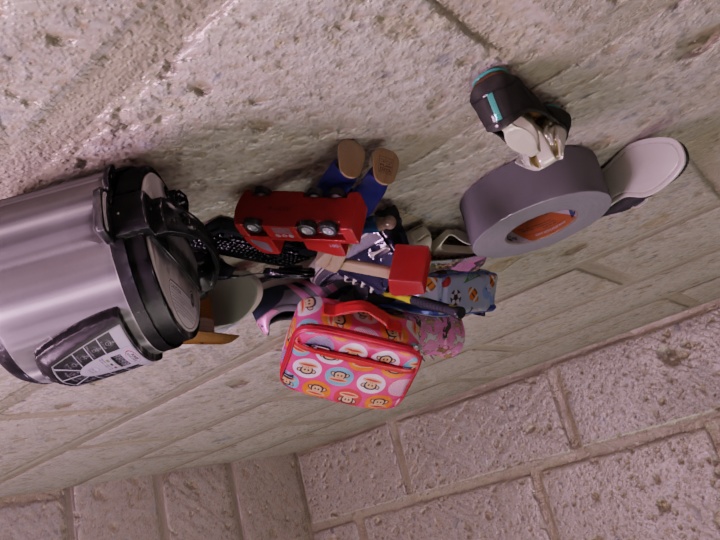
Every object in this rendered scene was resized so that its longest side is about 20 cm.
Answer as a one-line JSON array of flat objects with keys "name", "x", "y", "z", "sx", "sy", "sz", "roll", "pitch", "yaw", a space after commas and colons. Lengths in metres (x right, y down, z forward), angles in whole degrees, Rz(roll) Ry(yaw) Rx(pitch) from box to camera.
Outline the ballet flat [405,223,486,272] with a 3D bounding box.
[{"name": "ballet flat", "x": 0.107, "y": -0.032, "z": 0.990, "sx": 0.195, "sy": 0.070, "sz": 0.072, "roll": -2, "pitch": 141, "yaw": -25}]

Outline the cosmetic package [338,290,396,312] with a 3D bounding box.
[{"name": "cosmetic package", "x": 0.007, "y": 0.085, "z": 1.174, "sx": 0.197, "sy": 0.110, "sz": 0.089, "roll": 6, "pitch": 154, "yaw": -45}]

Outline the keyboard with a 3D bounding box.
[{"name": "keyboard", "x": -0.124, "y": -0.024, "z": 0.860, "sx": 0.103, "sy": 0.041, "sz": 0.198, "roll": -26, "pitch": 160, "yaw": 30}]

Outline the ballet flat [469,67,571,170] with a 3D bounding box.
[{"name": "ballet flat", "x": 0.174, "y": -0.144, "z": 0.710, "sx": 0.067, "sy": 0.070, "sz": 0.198, "roll": -28, "pitch": 158, "yaw": 34}]

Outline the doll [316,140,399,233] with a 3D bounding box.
[{"name": "doll", "x": -0.019, "y": -0.072, "z": 0.782, "sx": 0.133, "sy": 0.050, "sz": 0.200, "roll": 9, "pitch": 156, "yaw": -18}]

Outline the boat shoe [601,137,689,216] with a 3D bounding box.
[{"name": "boat shoe", "x": 0.375, "y": -0.122, "z": 0.931, "sx": 0.059, "sy": 0.076, "sz": 0.200, "roll": -6, "pitch": 162, "yaw": -25}]

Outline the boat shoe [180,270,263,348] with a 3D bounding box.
[{"name": "boat shoe", "x": -0.201, "y": 0.051, "z": 0.989, "sx": 0.199, "sy": 0.071, "sz": 0.071, "roll": -31, "pitch": 176, "yaw": 34}]

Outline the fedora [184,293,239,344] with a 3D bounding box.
[{"name": "fedora", "x": -0.247, "y": 0.054, "z": 0.878, "sx": 0.194, "sy": 0.084, "sz": 0.201, "roll": 1, "pitch": 173, "yaw": 0}]

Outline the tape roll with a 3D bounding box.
[{"name": "tape roll", "x": 0.238, "y": -0.088, "z": 0.930, "sx": 0.195, "sy": 0.068, "sz": 0.201, "roll": -13, "pitch": 161, "yaw": -5}]

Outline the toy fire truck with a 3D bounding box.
[{"name": "toy fire truck", "x": -0.029, "y": -0.031, "z": 0.751, "sx": 0.195, "sy": 0.050, "sz": 0.142, "roll": 3, "pitch": 151, "yaw": 20}]

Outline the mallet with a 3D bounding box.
[{"name": "mallet", "x": 0.060, "y": 0.039, "z": 0.920, "sx": 0.064, "sy": 0.042, "sz": 0.199, "roll": 0, "pitch": -172, "yaw": -29}]

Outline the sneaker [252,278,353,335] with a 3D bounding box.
[{"name": "sneaker", "x": -0.070, "y": 0.046, "z": 1.033, "sx": 0.195, "sy": 0.084, "sz": 0.070, "roll": -13, "pitch": 162, "yaw": -9}]

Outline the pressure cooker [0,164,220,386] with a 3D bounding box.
[{"name": "pressure cooker", "x": -0.230, "y": -0.003, "z": 0.625, "sx": 0.195, "sy": 0.183, "sz": 0.176, "roll": -15, "pitch": -159, "yaw": -2}]

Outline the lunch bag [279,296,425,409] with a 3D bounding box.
[{"name": "lunch bag", "x": -0.010, "y": 0.113, "z": 0.975, "sx": 0.195, "sy": 0.083, "sz": 0.178, "roll": 13, "pitch": 133, "yaw": -10}]

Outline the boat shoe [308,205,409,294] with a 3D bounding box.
[{"name": "boat shoe", "x": 0.000, "y": 0.000, "z": 0.922, "sx": 0.074, "sy": 0.094, "sz": 0.199, "roll": -21, "pitch": 168, "yaw": -38}]

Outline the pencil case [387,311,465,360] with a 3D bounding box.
[{"name": "pencil case", "x": 0.093, "y": 0.110, "z": 1.130, "sx": 0.081, "sy": 0.089, "sz": 0.197, "roll": 3, "pitch": 179, "yaw": 42}]

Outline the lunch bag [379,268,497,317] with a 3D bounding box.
[{"name": "lunch bag", "x": 0.121, "y": 0.031, "z": 1.105, "sx": 0.196, "sy": 0.078, "sz": 0.158, "roll": 3, "pitch": -179, "yaw": -39}]

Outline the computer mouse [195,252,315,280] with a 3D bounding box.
[{"name": "computer mouse", "x": -0.152, "y": -0.005, "z": 0.862, "sx": 0.195, "sy": 0.035, "sz": 0.058, "roll": 1, "pitch": 176, "yaw": -22}]
